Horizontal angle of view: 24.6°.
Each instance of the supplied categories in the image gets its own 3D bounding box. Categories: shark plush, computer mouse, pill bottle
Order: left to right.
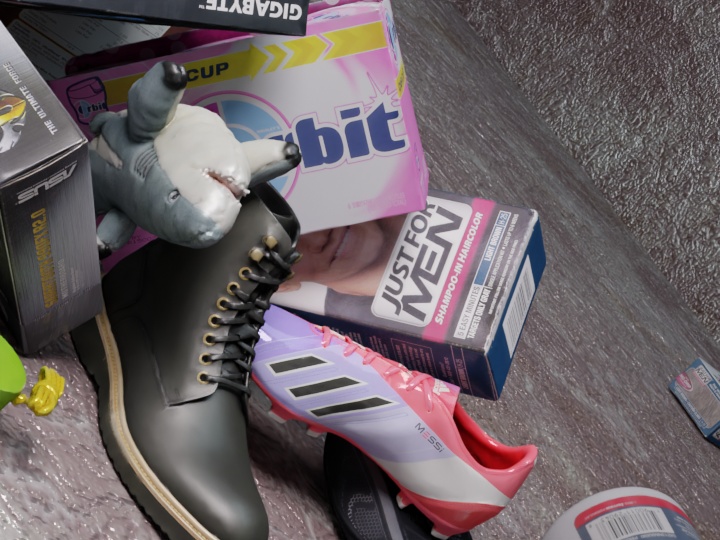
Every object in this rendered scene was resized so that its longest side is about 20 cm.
[{"bbox_3d":[-0.126,-0.043,0.837,0.091,0.199,0.084,40,60,-44],"label":"shark plush"},{"bbox_3d":[0.019,0.153,0.974,0.138,0.053,0.201,28,31,-34],"label":"computer mouse"},{"bbox_3d":[0.198,0.250,1.085,0.119,0.120,0.200,38,17,-32],"label":"pill bottle"}]

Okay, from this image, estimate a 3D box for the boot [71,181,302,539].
[{"bbox_3d":[-0.067,0.040,0.841,0.077,0.138,0.200,27,25,-53],"label":"boot"}]

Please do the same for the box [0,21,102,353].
[{"bbox_3d":[-0.198,-0.079,0.798,0.200,0.048,0.159,53,-22,20],"label":"box"}]

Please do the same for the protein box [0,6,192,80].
[{"bbox_3d":[-0.192,-0.224,1.064,0.135,0.200,0.199,32,20,-45],"label":"protein box"}]

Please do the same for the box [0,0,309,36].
[{"bbox_3d":[-0.141,-0.157,0.864,0.158,0.046,0.200,2,8,-34],"label":"box"}]

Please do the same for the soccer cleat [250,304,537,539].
[{"bbox_3d":[0.010,0.071,0.928,0.200,0.076,0.067,41,22,-15],"label":"soccer cleat"}]

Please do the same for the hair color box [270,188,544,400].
[{"bbox_3d":[0.000,0.000,0.984,0.199,0.100,0.061,12,-28,19],"label":"hair color box"}]

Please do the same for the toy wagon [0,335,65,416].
[{"bbox_3d":[-0.215,0.003,0.714,0.200,0.040,0.155,44,15,-14],"label":"toy wagon"}]

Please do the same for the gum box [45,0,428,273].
[{"bbox_3d":[-0.070,-0.077,0.925,0.066,0.199,0.114,-78,156,-69],"label":"gum box"}]

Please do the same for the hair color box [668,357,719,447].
[{"bbox_3d":[0.506,0.202,2.236,0.200,0.060,0.100,33,19,-46],"label":"hair color box"}]
